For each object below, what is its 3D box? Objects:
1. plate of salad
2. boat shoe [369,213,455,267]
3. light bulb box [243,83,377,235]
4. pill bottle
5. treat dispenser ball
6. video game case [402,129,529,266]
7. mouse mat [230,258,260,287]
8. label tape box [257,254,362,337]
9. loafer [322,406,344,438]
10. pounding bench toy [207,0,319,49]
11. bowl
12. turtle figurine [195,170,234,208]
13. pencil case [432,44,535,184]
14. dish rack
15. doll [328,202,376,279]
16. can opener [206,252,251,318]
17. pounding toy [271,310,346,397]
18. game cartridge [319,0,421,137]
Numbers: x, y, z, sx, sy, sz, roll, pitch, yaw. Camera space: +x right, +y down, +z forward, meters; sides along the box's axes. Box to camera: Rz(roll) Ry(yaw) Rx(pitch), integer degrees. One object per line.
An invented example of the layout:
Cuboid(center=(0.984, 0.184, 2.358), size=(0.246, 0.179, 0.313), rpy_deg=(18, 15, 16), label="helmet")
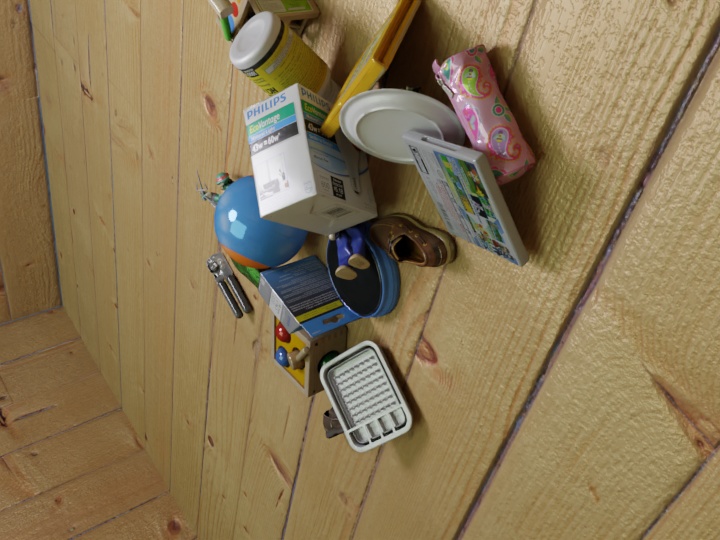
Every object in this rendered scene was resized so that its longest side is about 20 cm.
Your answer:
Cuboid(center=(0.066, -0.228, 1.149), size=(0.200, 0.199, 0.048), rpy_deg=(-27, 46, 57), label="plate of salad")
Cuboid(center=(0.076, -0.051, 1.297), size=(0.200, 0.067, 0.072), rpy_deg=(23, 124, 49), label="boat shoe")
Cuboid(center=(-0.084, -0.185, 1.282), size=(0.124, 0.198, 0.201), rpy_deg=(-18, 74, 29), label="light bulb box")
Cuboid(center=(-0.126, -0.354, 1.315), size=(0.112, 0.200, 0.113), rpy_deg=(-24, 48, 31), label="pill bottle")
Cuboid(center=(-0.209, -0.104, 1.562), size=(0.201, 0.200, 0.202), rpy_deg=(30, 130, 44), label="treat dispenser ball")
Cuboid(center=(0.156, -0.109, 1.098), size=(0.182, 0.022, 0.200), rpy_deg=(34, 159, 53), label="video game case")
Cuboid(center=(-0.292, -0.016, 1.852), size=(0.200, 0.008, 0.161), rpy_deg=(36, 156, 39), label="mouse mat")
Cuboid(center=(-0.104, 0.069, 1.550), size=(0.200, 0.144, 0.064), rpy_deg=(49, 141, 30), label="label tape box")
Cuboid(center=(-0.041, 0.326, 1.655), size=(0.200, 0.073, 0.071), rpy_deg=(-40, 73, 54), label="loafer")
Cuboid(center=(-0.210, -0.467, 1.379), size=(0.125, 0.199, 0.156), rpy_deg=(61, 145, 13), label="pounding bench toy")
Cuboid(center=(0.000, 0.000, 1.460), size=(0.200, 0.039, 0.202), rpy_deg=(31, 131, 44), label="bowl")
Cuboid(center=(-0.322, -0.162, 1.789), size=(0.201, 0.100, 0.150), rpy_deg=(64, 168, -21), label="turtle figurine")
Cuboid(center=(0.175, -0.220, 1.052), size=(0.087, 0.087, 0.201), rpy_deg=(-31, 82, 56), label="pencil case")
Cuboid(center=(0.017, 0.258, 1.523), size=(0.171, 0.043, 0.201), rpy_deg=(-33, 78, 32), label="dish rack")
Cuboid(center=(-0.018, -0.088, 1.382), size=(0.136, 0.048, 0.201), rpy_deg=(-39, 45, 37), label="doll")
Cuboid(center=(-0.355, 0.041, 2.001), size=(0.201, 0.053, 0.067), rpy_deg=(59, 177, 17), label="can opener")
Cuboid(center=(-0.122, 0.171, 1.629), size=(0.200, 0.142, 0.185), rpy_deg=(37, 135, 40), label="pounding toy")
Cuboid(center=(0.013, -0.326, 1.172), size=(0.032, 0.177, 0.200), rpy_deg=(32, 147, -14), label="game cartridge")
